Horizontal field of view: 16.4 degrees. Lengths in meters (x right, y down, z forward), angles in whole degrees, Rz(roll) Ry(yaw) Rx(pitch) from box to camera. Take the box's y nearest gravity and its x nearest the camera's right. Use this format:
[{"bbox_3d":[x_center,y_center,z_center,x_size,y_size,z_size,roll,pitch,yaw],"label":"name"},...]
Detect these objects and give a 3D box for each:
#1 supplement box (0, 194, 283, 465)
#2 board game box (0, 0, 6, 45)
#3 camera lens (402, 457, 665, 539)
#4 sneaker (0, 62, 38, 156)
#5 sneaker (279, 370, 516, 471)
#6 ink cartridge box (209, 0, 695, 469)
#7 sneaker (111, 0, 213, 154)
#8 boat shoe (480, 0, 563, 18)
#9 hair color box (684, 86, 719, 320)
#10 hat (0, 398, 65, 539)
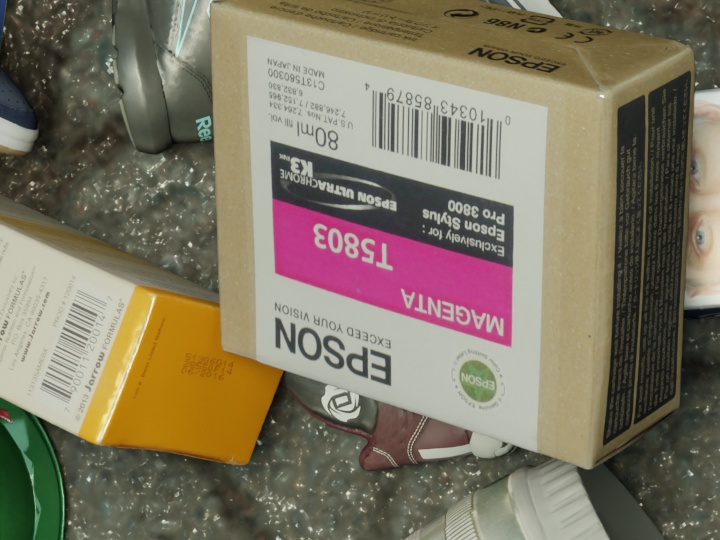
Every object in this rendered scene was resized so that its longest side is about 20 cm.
[{"bbox_3d":[-0.148,0.018,1.155,0.199,0.126,0.074,23,93,31],"label":"supplement box"},{"bbox_3d":[-0.278,-0.141,1.263,0.198,0.045,0.136,8,89,16],"label":"board game box"},{"bbox_3d":[0.053,0.192,1.094,0.199,0.160,0.161,-36,79,11],"label":"camera lens"},{"bbox_3d":[-0.211,-0.147,1.186,0.200,0.070,0.109,38,99,17],"label":"sneaker"},{"bbox_3d":[0.000,0.000,1.166,0.115,0.076,0.202,-16,83,17],"label":"sneaker"},{"bbox_3d":[0.034,-0.026,1.039,0.199,0.075,0.166,15,117,33],"label":"ink cartridge box"},{"bbox_3d":[-0.086,-0.159,1.208,0.079,0.075,0.202,-7,91,1],"label":"sneaker"},{"bbox_3d":[0.048,-0.088,1.098,0.200,0.068,0.072,47,141,22],"label":"boat shoe"},{"bbox_3d":[0.193,-0.033,1.120,0.198,0.060,0.101,-6,85,16],"label":"hair color box"},{"bbox_3d":[-0.240,0.112,1.169,0.165,0.176,0.201,32,95,15],"label":"hat"}]
